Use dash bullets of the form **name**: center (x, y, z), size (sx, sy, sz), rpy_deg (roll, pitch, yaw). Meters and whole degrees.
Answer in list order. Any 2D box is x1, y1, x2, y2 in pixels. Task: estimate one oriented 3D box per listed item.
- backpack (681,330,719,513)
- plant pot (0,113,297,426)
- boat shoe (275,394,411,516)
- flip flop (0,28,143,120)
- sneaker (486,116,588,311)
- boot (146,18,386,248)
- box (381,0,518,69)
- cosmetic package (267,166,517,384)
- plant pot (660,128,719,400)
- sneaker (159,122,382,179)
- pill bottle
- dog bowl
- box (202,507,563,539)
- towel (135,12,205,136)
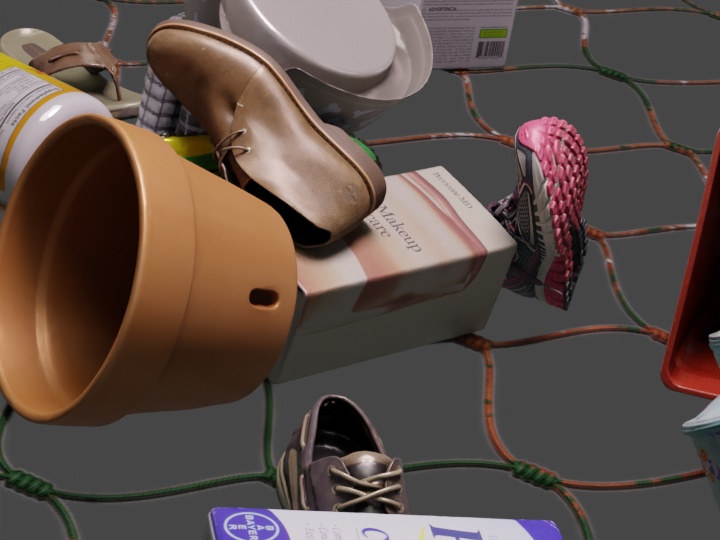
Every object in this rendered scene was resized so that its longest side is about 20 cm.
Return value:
- **backpack**: center (0.310, 0.084, 1.451), size (0.200, 0.151, 0.177), rpy_deg (-27, 3, -42)
- **plant pot**: center (-0.136, 0.010, 1.451), size (0.140, 0.200, 0.200), rpy_deg (12, 20, -36)
- **boat shoe**: center (-0.009, 0.141, 1.335), size (0.074, 0.073, 0.200), rpy_deg (0, 27, -19)
- **flip flop**: center (-0.245, -0.175, 1.914), size (0.081, 0.058, 0.200), rpy_deg (-11, 33, -36)
- **sneaker**: center (0.123, -0.038, 1.641), size (0.075, 0.200, 0.081), rpy_deg (13, 57, 13)
- **boot**: center (-0.078, -0.095, 1.530), size (0.200, 0.074, 0.075), rpy_deg (40, 49, 6)
- **box**: center (0.056, -0.280, 2.184), size (0.112, 0.101, 0.200), rpy_deg (-4, 29, -27)
- **cosmetic package**: center (0.000, 0.000, 1.591), size (0.200, 0.087, 0.103), rpy_deg (-14, 48, -40)
- **plant pot**: center (0.342, -0.006, 1.647), size (0.200, 0.200, 0.176), rpy_deg (13, 13, 7)
- **sneaker**: center (-0.078, -0.055, 1.608), size (0.200, 0.078, 0.085), rpy_deg (-8, 75, -19)
- **pill bottle**: center (-0.262, -0.100, 1.698), size (0.200, 0.109, 0.109), rpy_deg (27, 31, 30)
- **dog bowl**: center (-0.044, -0.185, 1.661), size (0.200, 0.059, 0.200), rpy_deg (26, 38, -22)
- **box**: center (0.022, 0.216, 1.161), size (0.200, 0.105, 0.184), rpy_deg (4, 27, -13)
- **towel**: center (-0.092, -0.125, 1.747), size (0.086, 0.166, 0.200), rpy_deg (27, 31, 24)
